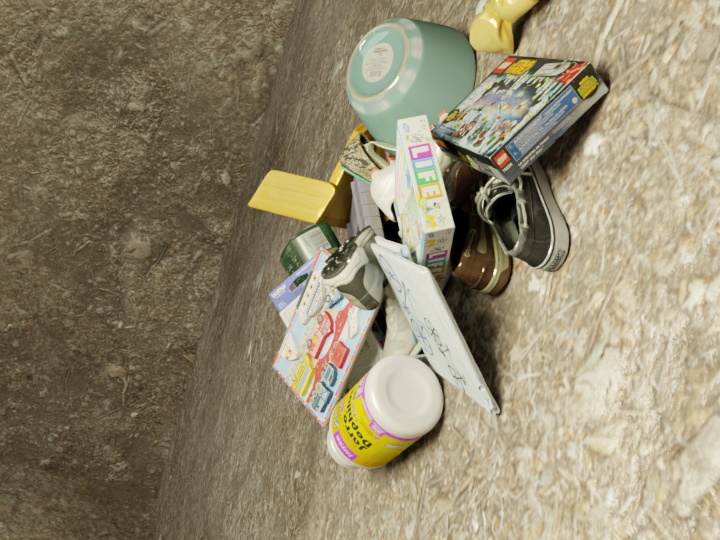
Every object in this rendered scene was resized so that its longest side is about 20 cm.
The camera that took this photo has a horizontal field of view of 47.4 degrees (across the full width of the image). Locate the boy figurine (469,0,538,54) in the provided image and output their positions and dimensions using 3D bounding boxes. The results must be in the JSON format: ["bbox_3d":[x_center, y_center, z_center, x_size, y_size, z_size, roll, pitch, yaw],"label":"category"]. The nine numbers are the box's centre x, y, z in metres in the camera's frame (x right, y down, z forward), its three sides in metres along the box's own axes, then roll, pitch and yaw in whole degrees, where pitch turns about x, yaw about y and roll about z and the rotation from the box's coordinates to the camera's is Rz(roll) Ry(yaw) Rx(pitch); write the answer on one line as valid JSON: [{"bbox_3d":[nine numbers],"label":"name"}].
[{"bbox_3d":[0.194,-0.346,0.982,0.125,0.063,0.202,-99,27,-51],"label":"boy figurine"}]

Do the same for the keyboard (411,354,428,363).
[{"bbox_3d":[0.036,0.158,1.129,0.200,0.055,0.011,127,137,-53],"label":"keyboard"}]

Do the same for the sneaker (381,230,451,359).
[{"bbox_3d":[0.060,0.037,1.095,0.077,0.080,0.203,-121,47,-67],"label":"sneaker"}]

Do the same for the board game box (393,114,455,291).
[{"bbox_3d":[0.070,-0.065,0.943,0.200,0.034,0.136,87,172,-69],"label":"board game box"}]

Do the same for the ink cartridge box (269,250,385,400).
[{"bbox_3d":[-0.039,0.085,1.195,0.119,0.042,0.201,-39,78,25],"label":"ink cartridge box"}]

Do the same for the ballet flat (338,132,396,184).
[{"bbox_3d":[0.049,-0.131,1.158,0.200,0.067,0.076,43,113,28],"label":"ballet flat"}]

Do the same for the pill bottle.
[{"bbox_3d":[0.022,0.194,1.064,0.200,0.103,0.106,126,152,-53],"label":"pill bottle"}]

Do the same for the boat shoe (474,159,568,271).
[{"bbox_3d":[0.159,-0.073,0.882,0.201,0.067,0.074,-97,26,-48],"label":"boat shoe"}]

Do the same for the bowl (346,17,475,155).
[{"bbox_3d":[0.055,-0.276,1.171,0.199,0.104,0.204,-15,67,39],"label":"bowl"}]

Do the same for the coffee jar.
[{"bbox_3d":[-0.040,0.034,1.272,0.202,0.085,0.104,58,152,12],"label":"coffee jar"}]

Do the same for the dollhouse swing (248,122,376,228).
[{"bbox_3d":[-0.058,-0.167,1.369,0.199,0.179,0.179,0,-76,-68],"label":"dollhouse swing"}]

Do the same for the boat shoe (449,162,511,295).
[{"bbox_3d":[0.126,-0.065,0.970,0.204,0.074,0.075,-95,25,-45],"label":"boat shoe"}]

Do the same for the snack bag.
[{"bbox_3d":[0.082,0.055,0.931,0.190,0.021,0.200,63,171,-14],"label":"snack bag"}]

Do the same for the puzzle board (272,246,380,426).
[{"bbox_3d":[-0.054,0.090,1.142,0.150,0.017,0.202,39,112,43],"label":"puzzle board"}]

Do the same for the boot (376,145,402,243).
[{"bbox_3d":[0.054,-0.144,1.253,0.156,0.076,0.202,-99,25,-53],"label":"boot"}]

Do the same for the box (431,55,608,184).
[{"bbox_3d":[0.162,-0.170,0.889,0.137,0.040,0.200,-43,21,1],"label":"box"}]

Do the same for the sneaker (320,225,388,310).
[{"bbox_3d":[0.000,0.000,1.057,0.074,0.080,0.200,-39,9,15],"label":"sneaker"}]

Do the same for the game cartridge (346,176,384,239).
[{"bbox_3d":[0.005,-0.051,1.287,0.201,0.038,0.132,99,166,-64],"label":"game cartridge"}]

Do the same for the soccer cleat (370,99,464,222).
[{"bbox_3d":[0.100,-0.143,1.073,0.199,0.069,0.078,-37,68,19],"label":"soccer cleat"}]
